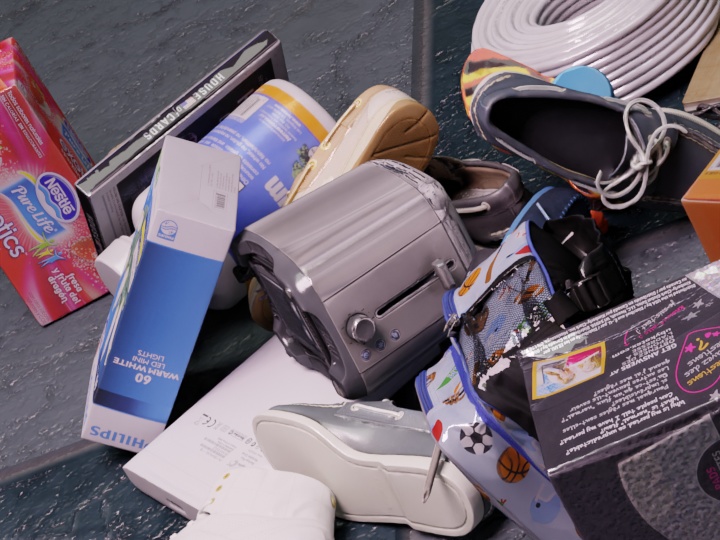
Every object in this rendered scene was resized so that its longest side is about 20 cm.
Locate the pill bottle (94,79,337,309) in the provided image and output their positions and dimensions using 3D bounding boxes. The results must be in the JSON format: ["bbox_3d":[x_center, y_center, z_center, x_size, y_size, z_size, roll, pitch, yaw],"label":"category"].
[{"bbox_3d":[-0.102,-0.042,1.802,0.200,0.112,0.112,-44,32,-16],"label":"pill bottle"}]

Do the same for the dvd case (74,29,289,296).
[{"bbox_3d":[-0.130,-0.079,1.861,0.200,0.151,0.025,-40,60,-19],"label":"dvd case"}]

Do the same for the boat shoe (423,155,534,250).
[{"bbox_3d":[0.059,-0.055,1.737,0.074,0.061,0.200,-41,31,-19],"label":"boat shoe"}]

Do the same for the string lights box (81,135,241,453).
[{"bbox_3d":[-0.140,0.020,1.673,0.059,0.201,0.103,16,31,-10],"label":"string lights box"}]

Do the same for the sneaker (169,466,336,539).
[{"bbox_3d":[-0.107,0.187,1.503,0.199,0.074,0.116,-12,31,11],"label":"sneaker"}]

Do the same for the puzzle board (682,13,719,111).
[{"bbox_3d":[0.332,-0.187,1.750,0.150,0.017,0.200,-8,36,32],"label":"puzzle board"}]

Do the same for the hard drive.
[{"bbox_3d":[-0.055,0.096,1.637,0.200,0.027,0.132,-41,31,-20],"label":"hard drive"}]

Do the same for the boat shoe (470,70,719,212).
[{"bbox_3d":[0.170,-0.083,1.578,0.062,0.199,0.075,-99,32,-76],"label":"boat shoe"}]

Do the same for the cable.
[{"bbox_3d":[0.181,-0.194,1.828,0.199,0.069,0.200,-12,34,35],"label":"cable"}]

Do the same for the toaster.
[{"bbox_3d":[0.000,0.000,1.597,0.129,0.114,0.200,-31,18,-11],"label":"toaster"}]

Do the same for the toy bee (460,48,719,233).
[{"bbox_3d":[0.153,-0.086,1.654,0.199,0.131,0.109,10,77,41],"label":"toy bee"}]

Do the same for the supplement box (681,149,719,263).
[{"bbox_3d":[0.295,-0.084,1.570,0.069,0.067,0.200,3,42,48],"label":"supplement box"}]

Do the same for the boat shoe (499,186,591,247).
[{"bbox_3d":[0.121,0.034,1.546,0.068,0.084,0.201,3,58,33],"label":"boat shoe"}]

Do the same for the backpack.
[{"bbox_3d":[0.124,0.068,1.382,0.154,0.200,0.191,-35,24,16],"label":"backpack"}]

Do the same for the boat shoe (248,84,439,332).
[{"bbox_3d":[-0.019,-0.047,1.730,0.200,0.074,0.069,-53,36,9],"label":"boat shoe"}]

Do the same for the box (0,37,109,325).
[{"bbox_3d":[-0.267,-0.071,1.907,0.095,0.201,0.100,-27,29,6],"label":"box"}]

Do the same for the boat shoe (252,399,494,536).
[{"bbox_3d":[0.014,0.117,1.507,0.199,0.073,0.062,11,40,44],"label":"boat shoe"}]

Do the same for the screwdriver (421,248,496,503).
[{"bbox_3d":[0.058,0.065,1.470,0.029,0.028,0.201,-11,42,36],"label":"screwdriver"}]

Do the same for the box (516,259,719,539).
[{"bbox_3d":[0.182,0.119,1.213,0.131,0.201,0.115,-24,31,9],"label":"box"}]

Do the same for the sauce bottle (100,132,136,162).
[{"bbox_3d":[-0.143,-0.104,1.959,0.066,0.066,0.200,-8,19,32],"label":"sauce bottle"}]
